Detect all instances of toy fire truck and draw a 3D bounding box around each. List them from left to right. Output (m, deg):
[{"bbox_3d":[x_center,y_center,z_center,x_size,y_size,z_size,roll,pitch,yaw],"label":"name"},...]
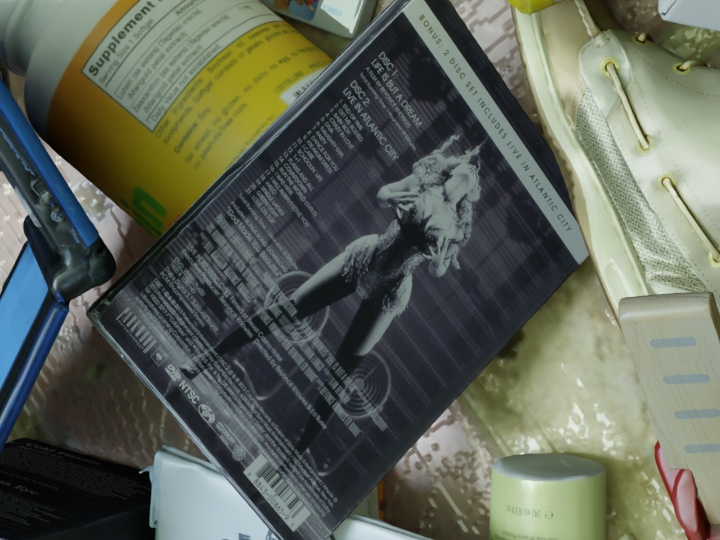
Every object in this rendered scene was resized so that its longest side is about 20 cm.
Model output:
[{"bbox_3d":[0.185,0.049,0.866,0.175,0.200,0.129,-25,84,20],"label":"toy fire truck"}]

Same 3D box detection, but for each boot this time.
[{"bbox_3d":[0.154,-0.079,0.943,0.155,0.073,0.201,-21,81,18],"label":"boot"}]

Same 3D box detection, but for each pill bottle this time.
[{"bbox_3d":[-0.079,-0.076,1.010,0.200,0.111,0.111,40,105,15],"label":"pill bottle"}]

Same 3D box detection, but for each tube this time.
[{"bbox_3d":[0.082,0.183,0.993,0.052,0.058,0.202,-2,100,-20],"label":"tube"}]

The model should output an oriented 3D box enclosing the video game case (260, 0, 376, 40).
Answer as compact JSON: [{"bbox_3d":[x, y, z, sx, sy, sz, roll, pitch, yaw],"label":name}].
[{"bbox_3d":[-0.066,-0.206,1.052,0.199,0.018,0.144,22,99,19],"label":"video game case"}]

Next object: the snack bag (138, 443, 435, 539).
[{"bbox_3d":[-0.012,0.186,1.004,0.199,0.021,0.190,16,117,21],"label":"snack bag"}]

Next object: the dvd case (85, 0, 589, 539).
[{"bbox_3d":[0.000,0.000,0.939,0.200,0.016,0.149,-46,118,-15],"label":"dvd case"}]

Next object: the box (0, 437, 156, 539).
[{"bbox_3d":[-0.171,0.191,1.018,0.103,0.182,0.201,14,97,19],"label":"box"}]

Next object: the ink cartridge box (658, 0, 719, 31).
[{"bbox_3d":[0.209,-0.150,0.793,0.199,0.084,0.146,9,64,-9],"label":"ink cartridge box"}]

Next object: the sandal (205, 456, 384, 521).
[{"bbox_3d":[-0.027,0.123,1.026,0.079,0.059,0.208,-14,87,21],"label":"sandal"}]

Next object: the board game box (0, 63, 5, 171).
[{"bbox_3d":[-0.280,-0.083,1.042,0.158,0.200,0.098,-8,89,21],"label":"board game box"}]

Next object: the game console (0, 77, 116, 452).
[{"bbox_3d":[-0.173,-0.008,0.937,0.118,0.200,0.171,-33,103,-6],"label":"game console"}]

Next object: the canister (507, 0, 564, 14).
[{"bbox_3d":[0.131,-0.201,0.895,0.199,0.087,0.149,-22,100,-1],"label":"canister"}]
